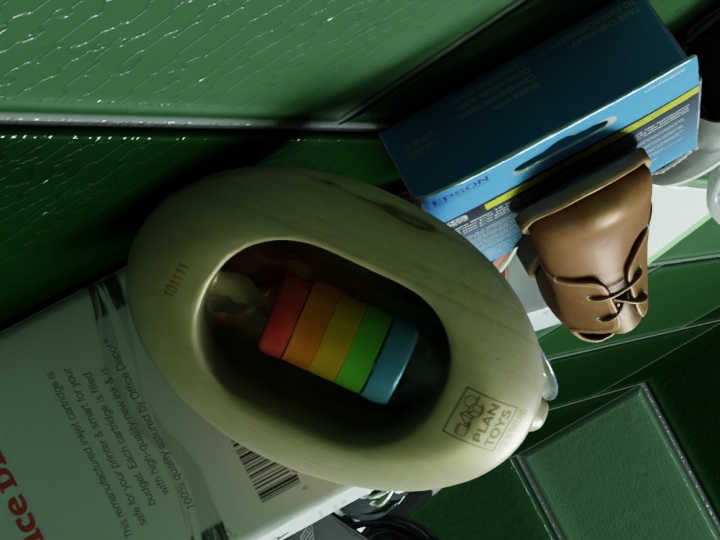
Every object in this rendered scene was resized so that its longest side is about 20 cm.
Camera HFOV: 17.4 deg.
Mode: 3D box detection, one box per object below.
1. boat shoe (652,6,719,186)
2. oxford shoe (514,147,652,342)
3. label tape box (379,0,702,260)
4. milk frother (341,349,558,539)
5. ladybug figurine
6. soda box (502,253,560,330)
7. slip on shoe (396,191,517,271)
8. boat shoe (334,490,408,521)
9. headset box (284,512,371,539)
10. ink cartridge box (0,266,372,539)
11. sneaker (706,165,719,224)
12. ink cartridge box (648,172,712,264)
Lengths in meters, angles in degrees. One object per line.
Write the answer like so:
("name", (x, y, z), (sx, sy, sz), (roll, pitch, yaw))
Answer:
("boat shoe", (0.197, -0.114, 1.225), (0.057, 0.067, 0.200), (5, 145, -43))
("oxford shoe", (0.119, -0.009, 1.138), (0.071, 0.072, 0.200), (-26, 168, -1))
("label tape box", (0.087, -0.070, 1.130), (0.143, 0.066, 0.200), (-29, 168, 3))
("milk frother", (0.052, 0.120, 1.490), (0.188, 0.200, 0.181), (-40, 172, -13))
("ladybug figurine", (-0.007, 0.022, 1.052), (0.136, 0.199, 0.072), (-61, -175, 20))
("soda box", (0.022, 0.018, 1.303), (0.199, 0.069, 0.064), (-17, 168, -10))
("slip on shoe", (0.000, 0.000, 1.237), (0.199, 0.074, 0.061), (-20, 165, -18))
("boat shoe", (0.006, 0.098, 1.273), (0.076, 0.060, 0.200), (-46, 174, -1))
("headset box", (-0.081, 0.186, 1.361), (0.149, 0.075, 0.200), (-57, -155, -6))
("ink cartridge box", (-0.094, 0.076, 1.135), (0.199, 0.147, 0.084), (-27, 172, -3))
("sneaker", (0.256, -0.128, 1.336), (0.119, 0.073, 0.201), (-73, -170, -53))
("ink cartridge box", (0.109, -0.038, 1.407), (0.199, 0.048, 0.145), (5, 153, -31))
